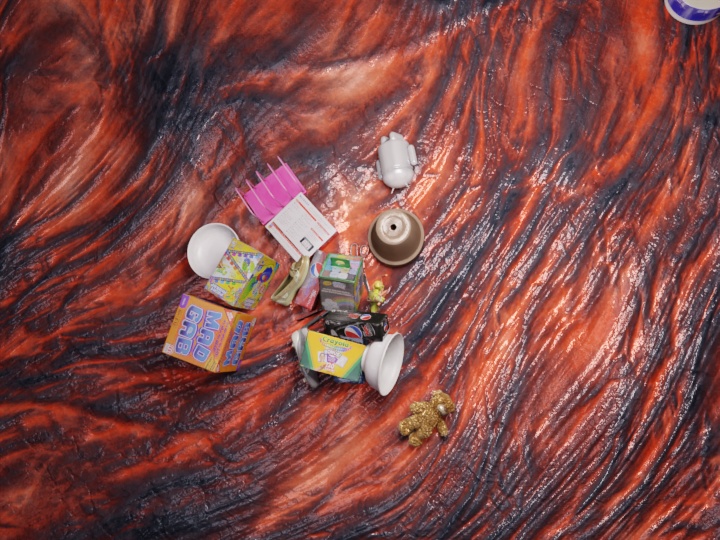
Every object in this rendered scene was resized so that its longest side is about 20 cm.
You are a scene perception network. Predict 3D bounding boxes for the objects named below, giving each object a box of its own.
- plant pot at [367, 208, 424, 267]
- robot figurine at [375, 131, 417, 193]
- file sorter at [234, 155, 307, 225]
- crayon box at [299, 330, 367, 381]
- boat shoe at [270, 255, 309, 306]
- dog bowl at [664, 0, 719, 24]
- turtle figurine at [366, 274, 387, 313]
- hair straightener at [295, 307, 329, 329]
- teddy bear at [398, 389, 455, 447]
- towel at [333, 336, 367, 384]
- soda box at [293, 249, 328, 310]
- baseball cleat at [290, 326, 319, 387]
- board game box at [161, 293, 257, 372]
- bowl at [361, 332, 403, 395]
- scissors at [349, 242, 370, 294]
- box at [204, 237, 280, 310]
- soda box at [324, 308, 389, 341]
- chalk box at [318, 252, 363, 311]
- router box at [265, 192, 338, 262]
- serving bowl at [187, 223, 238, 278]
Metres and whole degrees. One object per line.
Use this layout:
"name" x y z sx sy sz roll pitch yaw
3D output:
"plant pot" 0.112 -0.122 1.686 0.198 0.175 0.202 -1 81 8
"robot figurine" 0.123 -0.371 1.754 0.169 0.112 0.202 -17 77 44
"file sorter" -0.320 -0.287 1.803 0.199 0.125 0.139 -37 78 2
"crayon box" -0.088 0.277 1.657 0.198 0.058 0.120 14 84 3
"boat shoe" -0.237 0.031 1.739 0.063 0.073 0.201 21 115 -26
"dog bowl" 1.139 -0.937 1.701 0.198 0.079 0.202 -1 81 9
"turtle figurine" 0.050 0.103 1.671 0.064 0.200 0.163 6 106 0
"hair straightener" -0.120 0.161 1.754 0.199 0.041 0.077 -25 79 0
"teddy bear" 0.216 0.479 1.634 0.199 0.067 0.146 -25 81 5
"towel" -0.034 0.278 1.713 0.110 0.049 0.202 2 83 7
"soda box" -0.154 0.034 1.758 0.070 0.063 0.201 23 88 10
"baseball cleat" -0.164 0.289 1.710 0.106 0.070 0.201 -25 85 14
"board game box" -0.503 0.213 1.718 0.198 0.200 0.202 18 84 11
"bowl" 0.062 0.290 1.632 0.090 0.201 0.203 12 83 25
"scissors" 0.000 0.000 1.769 0.072 0.014 0.202 -4 82 6
"box" -0.396 0.017 1.731 0.121 0.200 0.194 29 87 11
"soda box" -0.012 0.172 1.619 0.198 0.071 0.064 3 116 24
"chalk box" -0.062 0.027 1.664 0.123 0.201 0.124 9 43 10
"router box" -0.207 -0.143 1.803 0.179 0.049 0.200 -42 78 0
"serving bowl" -0.516 -0.066 1.830 0.198 0.066 0.202 -1 82 8
